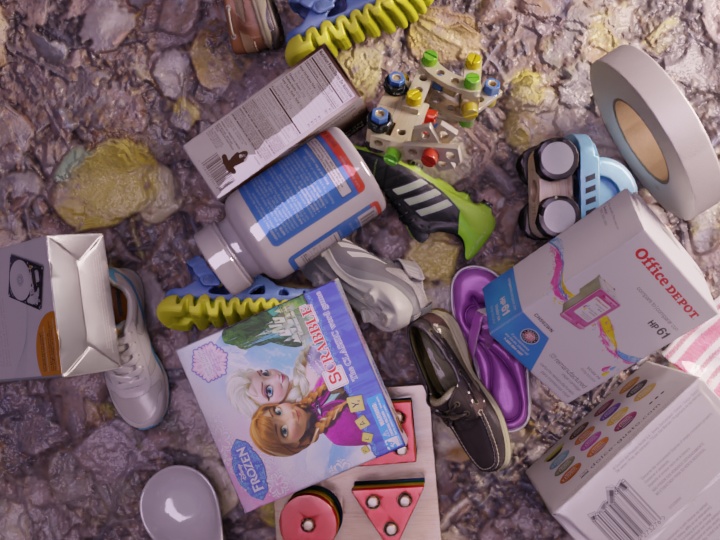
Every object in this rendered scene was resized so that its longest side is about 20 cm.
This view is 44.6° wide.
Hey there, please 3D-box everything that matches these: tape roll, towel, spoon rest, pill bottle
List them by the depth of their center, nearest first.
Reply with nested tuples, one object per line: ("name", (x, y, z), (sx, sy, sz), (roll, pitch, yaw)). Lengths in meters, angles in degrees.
("tape roll", (0.316, -0.147, 0.945), (0.037, 0.203, 0.204), (-32, 86, 5))
("pill bottle", (-0.081, -0.061, 0.976), (0.199, 0.112, 0.113), (-33, 86, -3))
("towel", (0.469, 0.115, 1.009), (0.200, 0.030, 0.146), (45, 92, 5))
("spoon rest", (-0.186, 0.324, 1.053), (0.099, 0.061, 0.200), (-40, 86, 3))

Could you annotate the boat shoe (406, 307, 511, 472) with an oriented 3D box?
("boat shoe", (0.106, 0.144, 1.014), (0.072, 0.066, 0.202), (-30, 79, 43))

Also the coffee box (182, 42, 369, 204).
("coffee box", (-0.093, -0.161, 1.028), (0.199, 0.114, 0.080), (-35, 84, 3))

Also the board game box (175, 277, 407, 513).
("board game box", (-0.077, 0.139, 0.981), (0.198, 0.041, 0.201), (-24, 89, 5))

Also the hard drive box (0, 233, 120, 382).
("hard drive box", (-0.377, 0.048, 1.022), (0.199, 0.077, 0.157), (-10, 87, 40))

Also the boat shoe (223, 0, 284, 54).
("boat shoe", (-0.154, -0.357, 1.059), (0.073, 0.076, 0.201), (-18, 86, 8))

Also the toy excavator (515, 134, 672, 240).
("toy excavator", (0.289, -0.059, 1.005), (0.198, 0.100, 0.196), (-2, 90, -3))

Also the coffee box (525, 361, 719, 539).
("coffee box", (0.325, 0.243, 0.936), (0.200, 0.198, 0.200), (-42, 87, 2))

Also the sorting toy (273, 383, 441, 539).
("sorting toy", (-0.011, 0.243, 1.033), (0.198, 0.070, 0.200), (-5, 88, 5))

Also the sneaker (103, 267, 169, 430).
("sneaker", (-0.287, 0.096, 1.057), (0.076, 0.081, 0.201), (-16, 89, 3))

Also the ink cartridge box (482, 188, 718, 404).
("ink cartridge box", (0.255, 0.031, 0.946), (0.200, 0.085, 0.144), (-38, 116, 24))

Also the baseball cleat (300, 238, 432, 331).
("baseball cleat", (0.000, 0.000, 1.044), (0.200, 0.106, 0.070), (43, 132, 27))

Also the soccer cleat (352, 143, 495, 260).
("soccer cleat", (0.063, -0.083, 1.037), (0.199, 0.068, 0.081), (29, 97, 4))

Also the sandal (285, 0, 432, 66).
("sandal", (-0.007, -0.316, 1.036), (0.199, 0.080, 0.088), (-21, 78, 2))

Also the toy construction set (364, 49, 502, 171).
("toy construction set", (0.080, -0.173, 0.990), (0.130, 0.200, 0.093), (18, 132, 8))

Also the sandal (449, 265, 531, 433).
("sandal", (0.161, 0.090, 1.029), (0.082, 0.050, 0.204), (-17, 87, 5))

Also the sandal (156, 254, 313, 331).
("sandal", (-0.140, 0.025, 1.050), (0.198, 0.080, 0.088), (4, 61, -3))
